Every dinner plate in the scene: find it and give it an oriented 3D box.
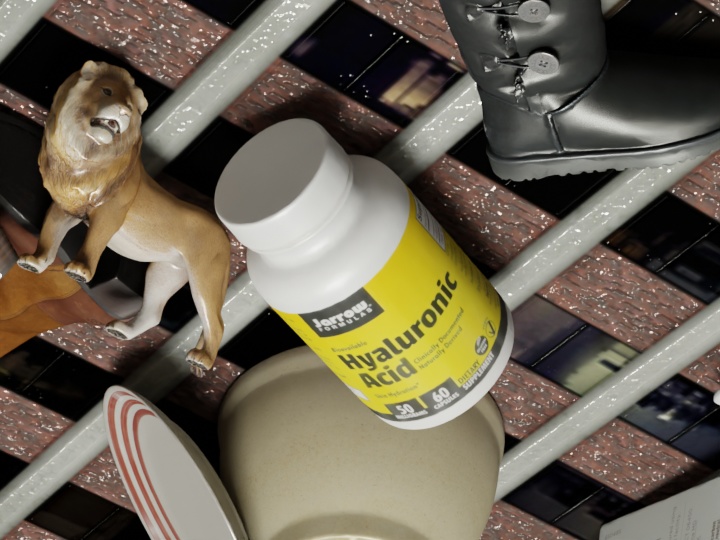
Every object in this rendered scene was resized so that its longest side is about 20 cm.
[{"bbox_3d":[-0.115,0.163,1.620,0.024,0.200,0.200,-27,142,-20],"label":"dinner plate"}]

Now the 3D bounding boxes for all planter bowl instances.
[{"bbox_3d":[-0.003,0.161,1.623,0.200,0.135,0.200,2,137,2],"label":"planter bowl"}]

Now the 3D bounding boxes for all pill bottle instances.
[{"bbox_3d":[0.000,0.000,1.460,0.111,0.111,0.200,-22,132,26],"label":"pill bottle"}]

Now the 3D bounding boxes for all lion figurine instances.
[{"bbox_3d":[-0.131,-0.029,1.448,0.072,0.123,0.200,7,154,37],"label":"lion figurine"}]

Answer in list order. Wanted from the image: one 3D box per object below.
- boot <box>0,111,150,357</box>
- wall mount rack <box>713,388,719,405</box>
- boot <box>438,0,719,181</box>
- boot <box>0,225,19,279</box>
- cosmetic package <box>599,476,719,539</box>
[{"bbox_3d":[-0.249,-0.013,1.520,0.200,0.069,0.188,-18,142,33],"label":"boot"},{"bbox_3d":[0.342,0.097,1.575,0.200,0.075,0.174,-15,160,21],"label":"wall mount rack"},{"bbox_3d":[0.128,-0.148,1.329,0.165,0.066,0.200,-13,129,7],"label":"boot"},{"bbox_3d":[-0.301,-0.011,1.411,0.146,0.070,0.200,44,109,-10],"label":"boot"},{"bbox_3d":[0.281,0.266,1.673,0.200,0.165,0.165,26,147,-24],"label":"cosmetic package"}]
